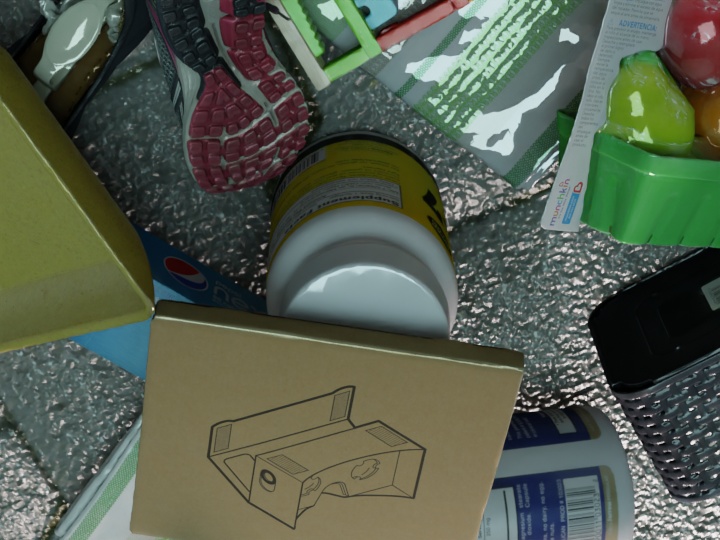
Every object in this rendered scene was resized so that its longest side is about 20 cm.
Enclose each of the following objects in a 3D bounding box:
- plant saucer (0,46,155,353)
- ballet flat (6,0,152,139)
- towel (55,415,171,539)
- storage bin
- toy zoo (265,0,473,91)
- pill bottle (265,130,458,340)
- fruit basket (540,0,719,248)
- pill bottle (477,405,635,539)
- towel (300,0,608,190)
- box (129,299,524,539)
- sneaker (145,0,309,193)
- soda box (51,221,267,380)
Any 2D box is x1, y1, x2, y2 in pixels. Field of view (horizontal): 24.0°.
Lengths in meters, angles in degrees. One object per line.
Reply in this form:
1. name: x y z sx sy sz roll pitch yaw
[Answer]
1. plant saucer: -0.226 -0.049 1.015 0.200 0.048 0.200 -12 120 43
2. ballet flat: -0.194 -0.115 1.033 0.073 0.073 0.200 37 108 -16
3. towel: -0.091 0.177 1.181 0.200 0.031 0.149 32 111 -16
4. storage bin: 0.258 0.042 1.076 0.200 0.135 0.094 -27 112 10
5. toy zoo: 0.026 -0.211 0.999 0.200 0.020 0.131 -28 105 14
6. pill bottle: 0.000 0.000 1.017 0.114 0.200 0.115 0 114 -1
7. fruit basket: 0.195 -0.116 1.017 0.185 0.094 0.201 0 106 -39
8. pill bottle: 0.069 0.154 1.115 0.199 0.111 0.111 -5 114 -12
9. towel: 0.073 -0.157 1.043 0.200 0.031 0.149 36 107 -15
10. box: -0.023 0.098 0.942 0.199 0.021 0.164 8 125 -4
11. sneaker: -0.083 -0.131 1.022 0.080 0.075 0.200 -19 135 -12
12. soda box: -0.102 0.045 1.107 0.200 0.064 0.068 31 111 -14
